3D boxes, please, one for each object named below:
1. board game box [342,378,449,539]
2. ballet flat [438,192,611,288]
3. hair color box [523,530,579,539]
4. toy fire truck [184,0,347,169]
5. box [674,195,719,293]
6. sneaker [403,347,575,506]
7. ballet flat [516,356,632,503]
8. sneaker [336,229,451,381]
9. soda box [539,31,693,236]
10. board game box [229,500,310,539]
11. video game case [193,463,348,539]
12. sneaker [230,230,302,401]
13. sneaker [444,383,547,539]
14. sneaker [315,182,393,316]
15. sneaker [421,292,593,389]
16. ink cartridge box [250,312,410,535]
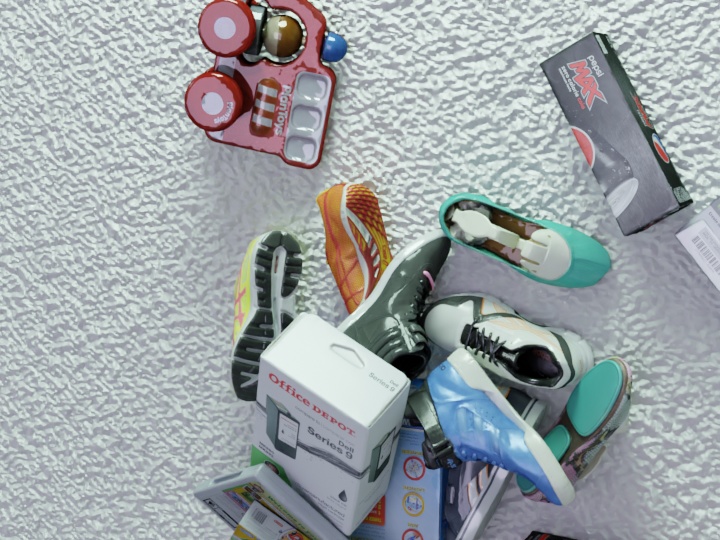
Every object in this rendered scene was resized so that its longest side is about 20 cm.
[{"bbox_3d":[0.013,0.221,1.580,0.197,0.056,0.199,5,99,25],"label":"board game box"},{"bbox_3d":[0.168,-0.028,1.469,0.198,0.070,0.068,23,104,21],"label":"ballet flat"},{"bbox_3d":[0.259,0.335,1.453,0.197,0.101,0.062,8,100,23],"label":"hair color box"},{"bbox_3d":[-0.104,-0.230,1.567,0.165,0.112,0.203,12,103,-1],"label":"toy fire truck"},{"bbox_3d":[0.436,-0.040,1.358,0.200,0.041,0.157,-43,78,24],"label":"box"},{"bbox_3d":[0.126,0.188,1.430,0.111,0.077,0.200,-39,70,-2],"label":"sneaker"},{"bbox_3d":[0.241,0.172,1.461,0.201,0.070,0.070,-58,33,27],"label":"ballet flat"},{"bbox_3d":[0.057,0.050,1.491,0.099,0.071,0.200,32,74,34],"label":"sneaker"},{"bbox_3d":[0.263,-0.141,1.416,0.070,0.063,0.202,-28,83,25],"label":"soda box"},{"bbox_3d":[-0.059,0.348,1.546,0.199,0.034,0.135,35,151,3],"label":"board game box"},{"bbox_3d":[-0.081,0.299,1.560,0.200,0.022,0.182,44,150,-12],"label":"video game case"},{"bbox_3d":[-0.116,0.052,1.611,0.090,0.077,0.203,17,95,66],"label":"sneaker"},{"bbox_3d":[0.128,0.218,1.515,0.079,0.078,0.202,28,96,14],"label":"sneaker"},{"bbox_3d":[0.000,0.000,1.565,0.077,0.072,0.203,-6,96,53],"label":"sneaker"},{"bbox_3d":[0.151,0.076,1.486,0.197,0.080,0.075,16,105,25],"label":"sneaker"},{"bbox_3d":[-0.037,0.165,1.469,0.145,0.084,0.202,31,140,20],"label":"ink cartridge box"}]
